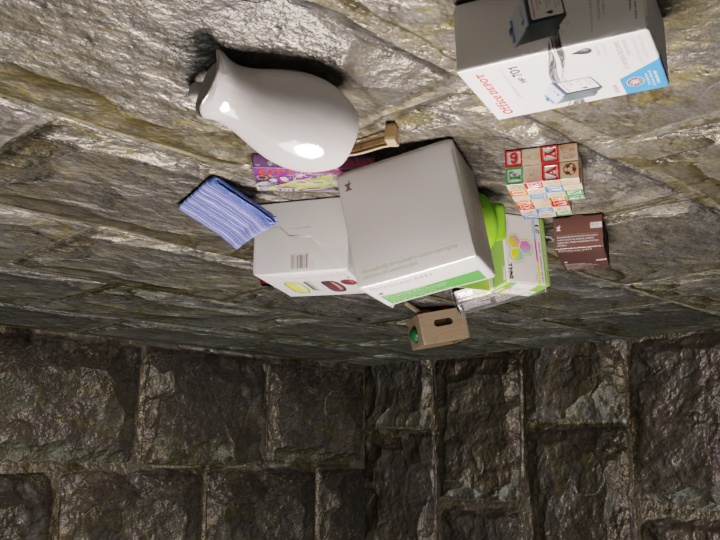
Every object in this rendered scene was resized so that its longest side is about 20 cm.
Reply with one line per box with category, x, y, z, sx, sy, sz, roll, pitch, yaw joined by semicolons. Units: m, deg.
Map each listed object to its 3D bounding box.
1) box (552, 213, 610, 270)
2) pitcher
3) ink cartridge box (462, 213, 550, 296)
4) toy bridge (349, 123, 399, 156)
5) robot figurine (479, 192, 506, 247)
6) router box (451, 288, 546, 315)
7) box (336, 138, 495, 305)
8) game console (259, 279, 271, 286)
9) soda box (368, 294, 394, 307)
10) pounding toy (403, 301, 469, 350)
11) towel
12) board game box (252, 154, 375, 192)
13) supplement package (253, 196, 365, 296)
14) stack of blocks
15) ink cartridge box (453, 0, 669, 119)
box;0.469;-0.057;1.743;0.100;0.075;0.200;-4;165;20
pitcher;-0.116;-0.202;1.059;0.199;0.122;0.171;18;-178;-24
ink cartridge box;0.270;-0.035;1.655;0.199;0.149;0.076;6;160;-24
toy bridge;-0.038;-0.192;1.252;0.199;0.027;0.067;-3;168;13
robot figurine;0.167;-0.079;1.498;0.199;0.116;0.175;-9;-168;-23
router box;0.304;0.017;1.823;0.199;0.062;0.150;-17;-161;16
box;0.093;-0.071;1.335;0.198;0.201;0.171;-15;163;16
game console;-0.161;0.023;2.204;0.199;0.031;0.177;3;171;-12
soda box;0.000;0.000;1.795;0.199;0.068;0.064;29;168;14
pounding toy;0.227;0.169;2.655;0.199;0.143;0.184;-8;170;-13
towel;-0.249;-0.102;1.530;0.145;0.024;0.200;35;153;-19
board game box;-0.078;-0.162;1.391;0.199;0.032;0.120;1;163;-2
supplement package;-0.086;-0.041;1.642;0.190;0.148;0.200;-3;166;16
stack of blocks;0.315;-0.145;1.385;0.115;0.059;0.200;-5;166;18
ink cartridge box;0.219;-0.244;0.899;0.199;0.086;0.146;-8;165;27
